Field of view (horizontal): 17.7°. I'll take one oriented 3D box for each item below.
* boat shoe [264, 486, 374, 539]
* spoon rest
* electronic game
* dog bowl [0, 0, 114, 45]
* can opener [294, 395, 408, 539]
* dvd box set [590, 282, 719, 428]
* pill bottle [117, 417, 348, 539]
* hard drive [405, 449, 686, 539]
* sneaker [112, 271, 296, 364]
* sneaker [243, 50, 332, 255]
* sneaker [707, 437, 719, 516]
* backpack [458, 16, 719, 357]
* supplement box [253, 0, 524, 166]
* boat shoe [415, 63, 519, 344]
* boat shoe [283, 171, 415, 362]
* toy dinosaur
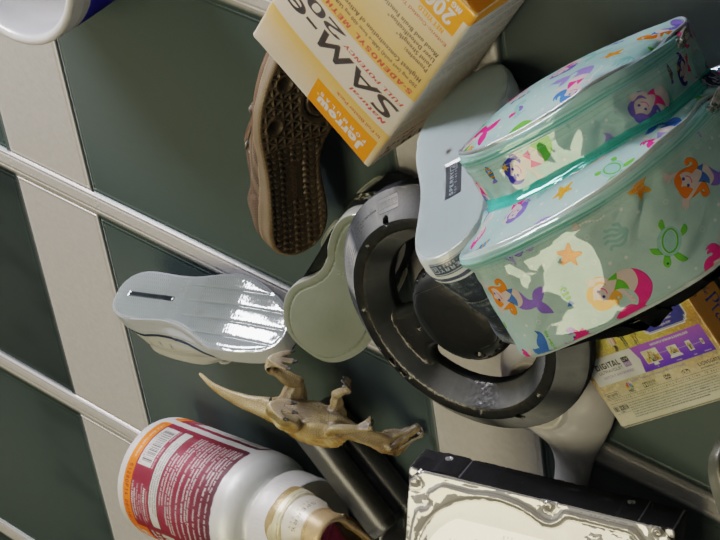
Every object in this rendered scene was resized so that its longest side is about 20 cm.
[{"bbox_3d":[-0.006,0.258,1.915,0.069,0.074,0.200,20,158,47],"label":"boat shoe"},{"bbox_3d":[0.139,0.118,1.661,0.099,0.060,0.201,26,126,34],"label":"spoon rest"},{"bbox_3d":[0.073,0.024,1.590,0.199,0.042,0.201,23,135,25],"label":"electronic game"},{"bbox_3d":[-0.259,-0.277,1.751,0.200,0.079,0.201,33,144,28],"label":"dog bowl"},{"bbox_3d":[0.014,0.198,1.888,0.200,0.053,0.067,52,147,4],"label":"can opener"},{"bbox_3d":[0.167,0.005,1.524,0.200,0.029,0.146,55,148,-5],"label":"dvd box set"},{"bbox_3d":[-0.110,0.200,1.996,0.199,0.109,0.110,16,133,45],"label":"pill bottle"},{"bbox_3d":[0.128,0.215,1.647,0.199,0.038,0.140,12,116,19],"label":"hard drive"},{"bbox_3d":[-0.116,0.044,1.906,0.199,0.073,0.071,14,158,44],"label":"sneaker"},{"bbox_3d":[-0.060,-0.107,1.673,0.076,0.070,0.201,52,145,43],"label":"sneaker"},{"bbox_3d":[0.309,0.176,1.471,0.200,0.076,0.114,54,146,-8],"label":"sneaker"},{"bbox_3d":[0.145,-0.043,1.319,0.177,0.200,0.151,-27,105,31],"label":"backpack"},{"bbox_3d":[0.021,-0.173,1.498,0.126,0.073,0.200,49,148,8],"label":"supplement box"},{"bbox_3d":[0.084,-0.042,1.466,0.071,0.201,0.091,-25,122,28],"label":"boat shoe"},{"bbox_3d":[0.000,0.000,1.708,0.075,0.060,0.200,37,145,-1],"label":"boat shoe"},{"bbox_3d":[-0.053,0.111,1.814,0.199,0.058,0.101,15,153,15],"label":"toy dinosaur"}]
